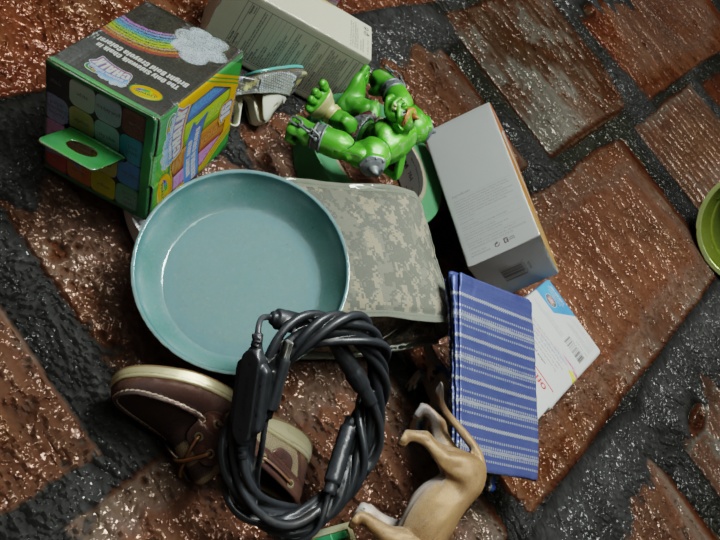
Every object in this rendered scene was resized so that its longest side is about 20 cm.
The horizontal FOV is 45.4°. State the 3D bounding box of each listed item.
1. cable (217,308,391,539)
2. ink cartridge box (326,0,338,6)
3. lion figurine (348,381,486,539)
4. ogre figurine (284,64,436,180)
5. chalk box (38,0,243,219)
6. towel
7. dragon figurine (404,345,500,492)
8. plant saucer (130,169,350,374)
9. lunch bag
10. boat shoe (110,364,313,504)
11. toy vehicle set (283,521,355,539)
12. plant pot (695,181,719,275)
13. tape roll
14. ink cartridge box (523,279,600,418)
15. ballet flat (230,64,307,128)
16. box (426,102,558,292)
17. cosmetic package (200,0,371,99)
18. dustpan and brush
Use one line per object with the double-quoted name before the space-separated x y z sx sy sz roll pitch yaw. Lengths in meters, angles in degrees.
"cable" -0.043 0.132 0.738 0.161 0.050 0.205 1 98 -41
"ink cartridge box" -0.066 -0.393 1.083 0.114 0.200 0.069 26 46 -20
"lion figurine" 0.067 0.219 0.790 0.121 0.073 0.202 31 84 6
"ogre figurine" 0.012 -0.173 1.011 0.119 0.099 0.199 36 25 14
"chalk box" -0.218 -0.145 0.821 0.123 0.125 0.201 28 43 8
"towel" 0.138 0.111 0.907 0.143 0.024 0.205 19 65 -41
"dragon figurine" 0.105 0.145 0.942 0.098 0.059 0.203 20 49 -27
"plant saucer" -0.108 0.004 0.786 0.195 0.036 0.204 3 64 -7
"lunch bag" 0.000 0.000 0.915 0.196 0.118 0.167 1 61 -30
"boat shoe" -0.128 0.148 0.742 0.198 0.072 0.073 33 45 -27
"toy vehicle set" -0.070 0.294 0.711 0.197 0.026 0.126 -2 61 -41
"plant pot" 0.725 -0.081 1.552 0.189 0.199 0.202 -10 65 -57
"tape roll" 0.011 -0.127 1.076 0.197 0.048 0.204 22 49 -27
"ink cartridge box" 0.198 0.107 1.041 0.116 0.068 0.199 54 42 6
"ballet flat" -0.140 -0.202 1.005 0.198 0.072 0.073 -14 68 -44
"box" 0.167 -0.087 1.103 0.124 0.096 0.204 42 29 -59
"cosmetic package" -0.092 -0.295 1.074 0.197 0.105 0.072 25 45 -25
"dustpan and brush" -0.155 -0.004 0.836 0.137 0.057 0.204 8 58 -35
